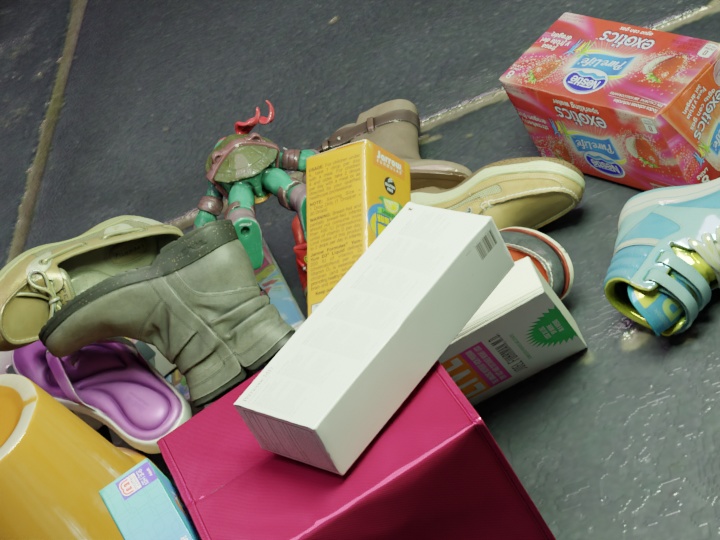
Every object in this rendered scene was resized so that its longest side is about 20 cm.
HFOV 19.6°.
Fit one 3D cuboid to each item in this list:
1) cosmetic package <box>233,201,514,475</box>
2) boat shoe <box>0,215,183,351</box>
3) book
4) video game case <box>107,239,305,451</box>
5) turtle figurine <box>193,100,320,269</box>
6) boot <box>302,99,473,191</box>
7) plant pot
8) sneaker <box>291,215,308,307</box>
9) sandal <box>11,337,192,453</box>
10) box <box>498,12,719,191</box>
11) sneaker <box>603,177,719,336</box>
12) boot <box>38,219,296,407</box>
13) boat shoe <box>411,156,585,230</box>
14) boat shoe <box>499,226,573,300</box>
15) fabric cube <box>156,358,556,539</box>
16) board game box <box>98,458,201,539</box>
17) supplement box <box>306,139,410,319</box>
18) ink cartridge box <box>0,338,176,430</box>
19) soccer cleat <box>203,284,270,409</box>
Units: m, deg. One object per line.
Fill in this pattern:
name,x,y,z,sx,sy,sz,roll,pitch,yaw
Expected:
cosmetic package,0.012,0.043,1.395,0.082,0.051,0.200,14,54,44
boat shoe,-0.238,0.009,1.784,0.063,0.074,0.200,3,23,46
book,0.064,0.071,1.596,0.199,0.134,0.048,-28,61,9
video game case,-0.151,0.062,1.884,0.199,0.022,0.182,-32,33,1
turtle figurine,-0.093,-0.069,1.811,0.149,0.101,0.200,-36,26,0
boot,0.029,-0.102,1.900,0.199,0.070,0.147,-12,37,29
plant pot,-0.264,0.190,1.670,0.199,0.184,0.201,-22,35,17
sneaker,-0.026,0.012,1.785,0.077,0.085,0.200,-31,33,5
sandal,-0.220,0.084,1.757,0.202,0.050,0.083,24,66,33
box,0.225,-0.138,1.751,0.095,0.100,0.200,-45,35,-18
sneaker,0.271,-0.009,1.572,0.199,0.080,0.131,-16,34,40
boot,-0.158,0.057,1.698,0.199,0.131,0.068,-29,-6,14
boat shoe,0.102,-0.036,1.768,0.199,0.072,0.077,-18,47,39
boat shoe,0.082,0.000,1.702,0.199,0.072,0.062,8,14,41
fabric cube,0.006,0.172,1.455,0.199,0.197,0.200,-35,33,-2
board game box,-0.093,0.241,1.428,0.045,0.152,0.200,-34,58,0
supplement box,0.000,0.000,1.683,0.069,0.066,0.201,-19,63,33
ink cartridge box,-0.229,0.065,1.866,0.200,0.067,0.117,-38,35,-7
soccer cleat,-0.103,0.074,1.760,0.086,0.070,0.201,-28,46,5
